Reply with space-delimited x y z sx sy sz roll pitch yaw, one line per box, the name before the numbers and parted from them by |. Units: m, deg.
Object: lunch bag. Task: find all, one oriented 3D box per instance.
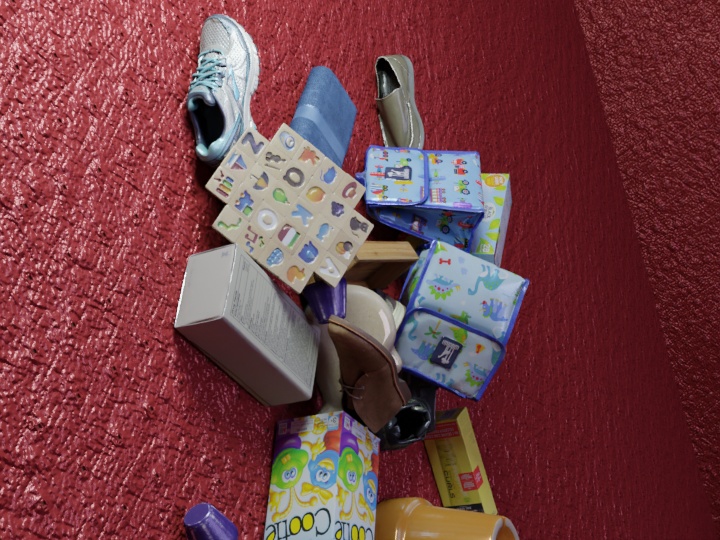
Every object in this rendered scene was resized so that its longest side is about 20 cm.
lunch bag | 0.085 -0.124 1.712 0.152 0.197 0.095 -89 -168 -47
lunch bag | 0.139 0.076 1.659 0.127 0.168 0.203 159 -46 -81

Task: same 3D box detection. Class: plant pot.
plant pot | 0.125 0.418 1.545 0.200 0.181 0.203 33 51 -54

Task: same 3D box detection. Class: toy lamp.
toy lamp | -0.135 0.339 1.209 0.202 0.057 0.059 62 31 -27
toy lamp | -0.058 -0.035 1.370 0.058 0.058 0.203 -2 76 -62

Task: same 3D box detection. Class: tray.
tray | 0.000 0.000 1.556 0.037 0.098 0.199 55 22 15

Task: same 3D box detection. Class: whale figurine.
whale figurine | -0.024 0.121 1.464 0.104 0.156 0.204 172 -78 -75

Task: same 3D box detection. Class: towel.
towel | -0.062 -0.194 1.571 0.112 0.048 0.202 56 35 -38

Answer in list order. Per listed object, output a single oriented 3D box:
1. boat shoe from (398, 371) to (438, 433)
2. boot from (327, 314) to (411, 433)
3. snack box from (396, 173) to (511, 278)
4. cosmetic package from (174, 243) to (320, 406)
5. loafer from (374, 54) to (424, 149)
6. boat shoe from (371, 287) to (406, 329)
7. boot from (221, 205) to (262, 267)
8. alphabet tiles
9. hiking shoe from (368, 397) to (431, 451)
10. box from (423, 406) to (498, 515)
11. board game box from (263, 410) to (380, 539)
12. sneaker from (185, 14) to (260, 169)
boat shoe | 0.099 0.153 1.718 0.074 0.072 0.204 4 76 -62
boot | 0.001 0.132 1.351 0.076 0.073 0.201 -50 138 -18
snack box | 0.157 -0.075 1.808 0.068 0.166 0.202 76 23 -43
cosmetic package | -0.130 0.070 1.308 0.200 0.072 0.105 49 38 -44
loafer | 0.053 -0.266 1.812 0.069 0.075 0.203 11 65 -48
boat shoe | -0.002 0.108 1.557 0.066 0.072 0.202 39 52 -10
boot | -0.105 -0.050 1.428 0.200 0.067 0.132 47 44 -34
alphabet tiles | -0.084 -0.077 1.326 0.199 0.006 0.168 37 65 -12
hiking shoe | 0.069 0.227 1.593 0.199 0.099 0.077 -11 92 -59
box | 0.160 0.326 1.770 0.050 0.074 0.203 -35 112 -60
board game box | -0.046 0.292 1.348 0.105 0.102 0.203 43 43 -48
sneaker | -0.173 -0.221 1.338 0.086 0.077 0.204 7 73 -58
